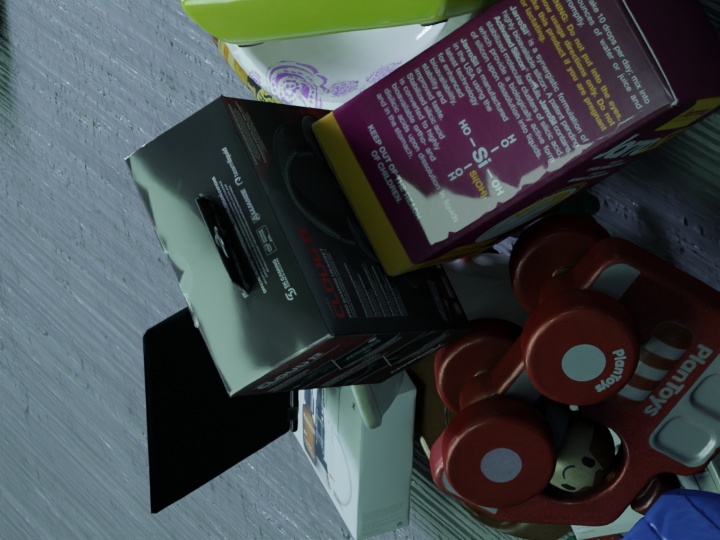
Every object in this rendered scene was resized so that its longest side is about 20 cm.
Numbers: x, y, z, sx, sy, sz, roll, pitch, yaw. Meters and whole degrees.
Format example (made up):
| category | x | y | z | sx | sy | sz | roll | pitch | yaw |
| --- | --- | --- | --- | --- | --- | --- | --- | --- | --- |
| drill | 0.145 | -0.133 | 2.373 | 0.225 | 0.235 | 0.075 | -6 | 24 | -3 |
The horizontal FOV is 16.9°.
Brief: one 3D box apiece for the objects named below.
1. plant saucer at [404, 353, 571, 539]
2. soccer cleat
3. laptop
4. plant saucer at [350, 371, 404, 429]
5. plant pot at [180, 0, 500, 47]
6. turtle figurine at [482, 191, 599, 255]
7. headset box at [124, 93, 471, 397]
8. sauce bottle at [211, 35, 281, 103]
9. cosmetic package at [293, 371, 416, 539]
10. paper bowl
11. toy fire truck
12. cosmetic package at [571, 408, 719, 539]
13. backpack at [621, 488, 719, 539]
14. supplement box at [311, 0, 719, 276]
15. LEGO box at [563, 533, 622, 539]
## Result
| category | x | y | z | sx | sy | sz | roll | pitch | yaw |
| --- | --- | --- | --- | --- | --- | --- | --- | --- | --- |
| plant saucer | 0.087 | 0.110 | 1.763 | 0.200 | 0.034 | 0.201 | 44 | 147 | 39 |
| soccer cleat | 0.100 | 0.028 | 1.500 | 0.069 | 0.199 | 0.078 | -112 | 36 | -65 |
| laptop | -0.102 | 0.037 | 1.748 | 0.201 | 0.115 | 0.188 | -99 | 9 | -46 |
| plant saucer | 0.000 | 0.000 | 1.568 | 0.200 | 0.050 | 0.201 | -16 | -90 | -90 |
| plant pot | 0.004 | -0.228 | 1.354 | 0.199 | 0.199 | 0.182 | -4 | 100 | 29 |
| turtle figurine | 0.076 | -0.045 | 1.591 | 0.200 | 0.100 | 0.150 | -25 | 89 | 58 |
| headset box | -0.037 | -0.013 | 1.364 | 0.077 | 0.200 | 0.149 | -31 | 76 | 23 |
| sauce bottle | -0.035 | -0.124 | 1.763 | 0.200 | 0.066 | 0.066 | 52 | 151 | 30 |
| cosmetic package | -0.020 | 0.087 | 1.888 | 0.200 | 0.051 | 0.151 | -123 | 28 | -43 |
| paper bowl | 0.010 | -0.195 | 1.517 | 0.200 | 0.104 | 0.202 | 2 | 94 | 28 |
| toy fire truck | 0.142 | 0.077 | 1.426 | 0.200 | 0.167 | 0.112 | -54 | 18 | 24 |
| cosmetic package | 0.187 | 0.121 | 1.563 | 0.083 | 0.050 | 0.200 | 67 | 154 | 1 |
| backpack | 0.241 | 0.210 | 1.410 | 0.163 | 0.168 | 0.200 | 49 | -177 | 26 |
| supplement box | 0.095 | -0.091 | 1.369 | 0.200 | 0.131 | 0.104 | -32 | 81 | 26 |
| LEGO box | 0.133 | 0.298 | 1.699 | 0.077 | 0.148 | 0.201 | 39 | 143 | 43 |
